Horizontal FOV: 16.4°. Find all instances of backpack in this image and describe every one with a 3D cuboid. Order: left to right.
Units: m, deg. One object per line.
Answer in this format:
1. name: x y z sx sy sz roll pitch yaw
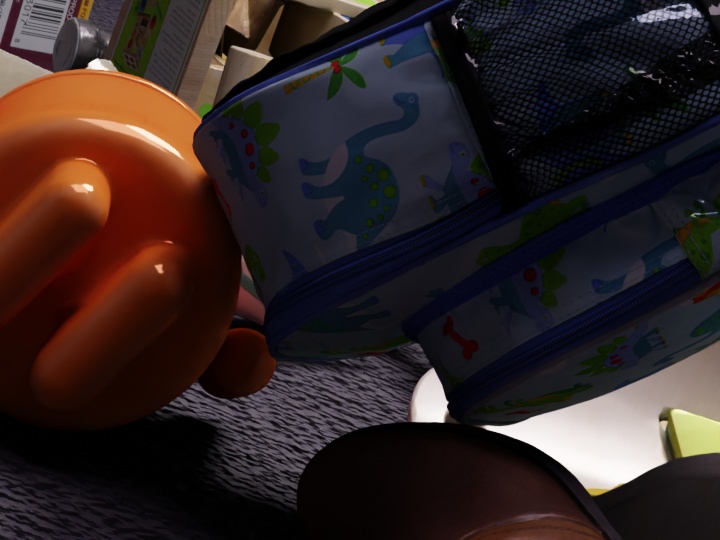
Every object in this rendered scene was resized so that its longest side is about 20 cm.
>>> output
1. backpack: 0.056 -0.029 0.826 0.200 0.147 0.183 -22 -10 10

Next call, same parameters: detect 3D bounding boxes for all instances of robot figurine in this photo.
1. robot figurine: -0.099 -0.009 0.908 0.144 0.117 0.200 6 13 -4

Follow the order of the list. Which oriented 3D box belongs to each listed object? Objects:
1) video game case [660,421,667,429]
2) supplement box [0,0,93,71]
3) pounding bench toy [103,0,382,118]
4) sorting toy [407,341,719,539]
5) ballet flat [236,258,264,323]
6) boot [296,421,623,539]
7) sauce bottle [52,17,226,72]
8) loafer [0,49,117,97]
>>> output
1. video game case: 0.131 0.045 1.120 0.200 0.017 0.143 18 38 -8
2. supplement box: -0.262 -0.210 1.647 0.086 0.110 0.200 8 15 -44
3. pounding bench toy: -0.041 -0.107 1.465 0.156 0.124 0.200 14 15 -28
4. sorting toy: 0.094 0.071 0.902 0.180 0.107 0.200 8 19 13
5. ballet flat: 0.000 0.000 1.153 0.069 0.069 0.200 24 17 25
6. boot: 0.004 0.107 0.703 0.188 0.069 0.200 35 25 32
7. sauce bottle: -0.097 -0.116 1.589 0.200 0.065 0.065 11 13 -29
8. loafer: -0.120 -0.063 1.203 0.200 0.068 0.076 18 -18 -1
